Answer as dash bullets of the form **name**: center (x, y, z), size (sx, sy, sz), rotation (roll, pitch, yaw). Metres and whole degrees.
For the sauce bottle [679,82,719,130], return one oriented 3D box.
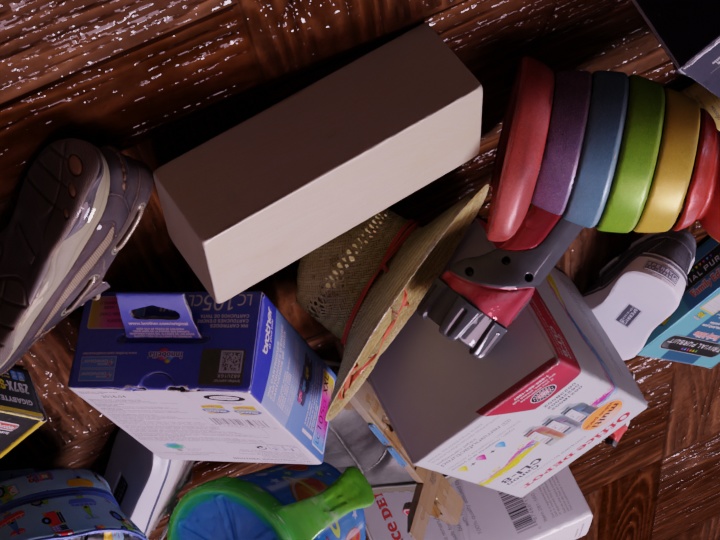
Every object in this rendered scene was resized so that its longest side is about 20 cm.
- **sauce bottle**: center (0.231, -0.094, 1.178), size (0.200, 0.065, 0.065), rotation (-29, 151, 7)

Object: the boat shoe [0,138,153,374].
- **boat shoe**: center (-0.189, 0.002, 0.971), size (0.073, 0.075, 0.200), rotation (3, 140, -42)

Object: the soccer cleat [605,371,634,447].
- **soccer cleat**: center (0.206, 0.102, 1.470), size (0.200, 0.068, 0.085), rotation (35, 71, -52)

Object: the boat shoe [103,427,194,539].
- **boat shoe**: center (-0.174, 0.185, 1.296), size (0.086, 0.075, 0.202), rotation (-10, 139, -39)

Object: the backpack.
- **backpack**: center (-0.262, 0.218, 1.195), size (0.182, 0.135, 0.200), rotation (-4, 144, -32)

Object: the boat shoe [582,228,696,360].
- **boat shoe**: center (0.235, 0.018, 1.361), size (0.068, 0.072, 0.200), rotation (-57, 177, -25)

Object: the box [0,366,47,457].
- **box**: center (-0.338, 0.112, 1.052), size (0.160, 0.049, 0.200), rotation (-36, 150, 20)

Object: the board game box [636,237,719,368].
- **board game box**: center (0.357, 0.010, 1.467), size (0.200, 0.047, 0.151), rotation (-43, 148, 26)

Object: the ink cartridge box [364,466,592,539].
- **ink cartridge box**: center (0.097, 0.218, 1.486), size (0.199, 0.146, 0.084), rotation (-22, 157, -7)

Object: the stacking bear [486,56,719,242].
- **stacking bear**: center (0.194, -0.070, 1.044), size (0.199, 0.122, 0.114), rotation (12, 119, 1)

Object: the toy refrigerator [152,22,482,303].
- **toy refrigerator**: center (-0.025, -0.069, 0.975), size (0.200, 0.070, 0.076), rotation (-31, 153, -14)

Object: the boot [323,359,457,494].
- **boot**: center (0.013, 0.128, 1.346), size (0.181, 0.073, 0.200), rotation (-19, 144, 0)

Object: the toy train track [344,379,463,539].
- **toy train track**: center (0.028, 0.148, 1.284), size (0.032, 0.115, 0.200), rotation (-4, 140, 31)

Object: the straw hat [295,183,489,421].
- **straw hat**: center (0.000, 0.000, 1.100), size (0.201, 0.085, 0.201), rotation (-55, 172, -11)

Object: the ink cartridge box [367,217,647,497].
- **ink cartridge box**: center (0.112, 0.077, 1.270), size (0.145, 0.145, 0.200), rotation (-38, 151, 16)

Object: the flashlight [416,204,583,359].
- **flashlight**: center (0.123, -0.032, 1.138), size (0.200, 0.068, 0.068), rotation (-55, 139, 4)

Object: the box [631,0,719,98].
- **box**: center (0.295, -0.200, 1.014), size (0.200, 0.104, 0.182), rotation (-39, 148, 21)

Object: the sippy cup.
- **sippy cup**: center (-0.067, 0.218, 1.279), size (0.177, 0.140, 0.130), rotation (6, -164, 33)

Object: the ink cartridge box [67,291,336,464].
- **ink cartridge box**: center (-0.111, 0.072, 1.093), size (0.136, 0.077, 0.200), rotation (0, 158, 17)
